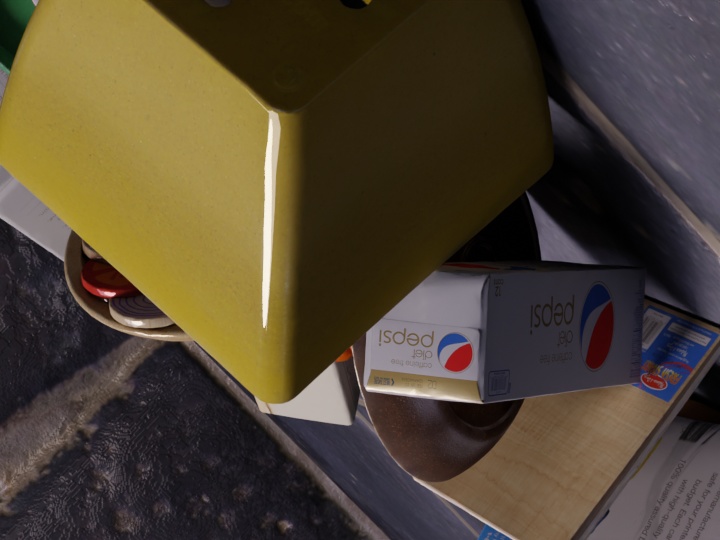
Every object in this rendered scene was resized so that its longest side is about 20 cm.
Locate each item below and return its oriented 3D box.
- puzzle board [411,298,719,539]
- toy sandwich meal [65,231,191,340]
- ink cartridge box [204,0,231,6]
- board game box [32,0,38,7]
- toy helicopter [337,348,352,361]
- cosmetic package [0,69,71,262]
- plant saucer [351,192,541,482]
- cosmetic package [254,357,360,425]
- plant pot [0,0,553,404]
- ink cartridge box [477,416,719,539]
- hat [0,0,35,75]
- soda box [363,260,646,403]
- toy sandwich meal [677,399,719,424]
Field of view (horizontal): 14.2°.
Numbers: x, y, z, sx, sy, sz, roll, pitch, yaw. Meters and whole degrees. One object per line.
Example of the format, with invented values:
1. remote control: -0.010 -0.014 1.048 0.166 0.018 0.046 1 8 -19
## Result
1. puzzle board: 0.113 0.078 1.588 0.017 0.151 0.200 40 173 -24
2. toy sandwich meal: -0.094 -0.042 1.799 0.205 0.205 0.070 36 152 42
3. ink cartridge box: -0.062 -0.123 1.539 0.198 0.047 0.200 44 -161 4
4. board game box: -0.106 -0.097 1.588 0.127 0.035 0.200 59 -169 11
5. toy helicopter: 0.000 0.000 1.619 0.079 0.133 0.200 40 -162 21
6. cosmetic package: -0.198 -0.118 1.934 0.167 0.166 0.200 44 -179 27
7. plant saucer: 0.052 0.011 1.521 0.032 0.201 0.200 -1 147 29
8. cosmetic package: -0.037 0.028 1.973 0.073 0.104 0.200 8 161 8
9. plant pot: -0.037 -0.100 1.320 0.200 0.200 0.177 41 156 19
10. ink cartridge box: 0.168 0.160 1.564 0.199 0.146 0.084 11 151 41
11. hat: -0.134 -0.204 1.632 0.166 0.176 0.200 61 -152 1
12. soda box: 0.076 0.029 1.458 0.068 0.064 0.200 4 -178 28
13. toy sandwich meal: 0.223 0.151 1.739 0.205 0.070 0.205 31 169 7
